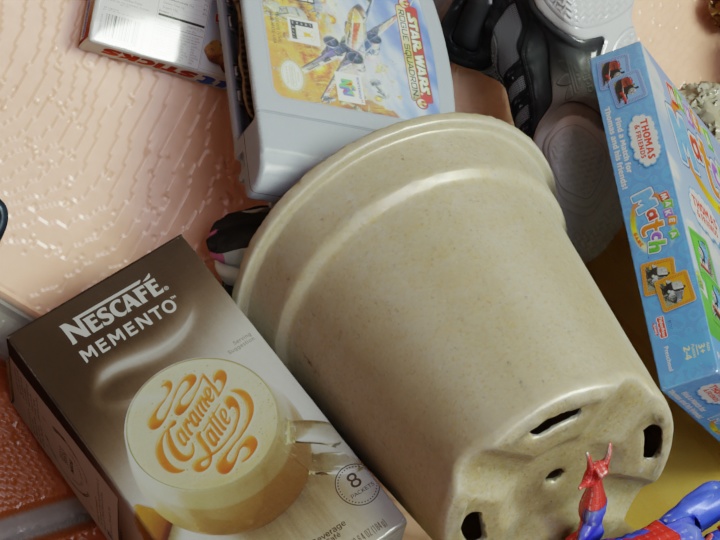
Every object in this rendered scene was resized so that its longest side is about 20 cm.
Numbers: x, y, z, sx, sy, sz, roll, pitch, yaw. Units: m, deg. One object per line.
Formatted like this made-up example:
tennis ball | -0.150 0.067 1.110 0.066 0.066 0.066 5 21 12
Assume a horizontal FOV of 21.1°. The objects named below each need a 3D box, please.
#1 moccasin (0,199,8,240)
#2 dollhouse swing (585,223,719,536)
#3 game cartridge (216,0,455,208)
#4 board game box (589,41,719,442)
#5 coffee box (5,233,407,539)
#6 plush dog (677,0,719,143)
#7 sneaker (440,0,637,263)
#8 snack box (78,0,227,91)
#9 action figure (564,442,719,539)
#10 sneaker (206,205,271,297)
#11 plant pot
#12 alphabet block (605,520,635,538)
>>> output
moccasin | -0.269 0.004 0.972 0.200 0.068 0.081 -37 103 -24
dollhouse swing | 0.204 0.092 1.193 0.200 0.176 0.182 -42 140 -3
game cartridge | -0.013 -0.121 1.085 0.133 0.042 0.200 5 60 -25
board game box | 0.185 -0.007 1.071 0.151 0.037 0.200 37 38 -55
coffee box | -0.083 0.098 0.999 0.114 0.080 0.200 -32 69 -22
plush dog | 0.306 -0.122 1.242 0.160 0.200 0.172 10 90 -59
sneaker | 0.106 -0.106 1.156 0.075 0.114 0.200 -5 98 -39
snack box | -0.061 -0.137 1.119 0.200 0.024 0.072 14 76 -25
action figure | 0.171 0.117 0.955 0.200 0.099 0.065 -22 57 -22
sneaker | 0.000 0.000 1.120 0.200 0.080 0.087 -11 112 -28
plant pot | 0.059 0.052 1.006 0.200 0.184 0.201 -18 137 -18
alphabet block | 0.093 0.263 1.013 0.196 0.200 0.196 -15 115 -17
